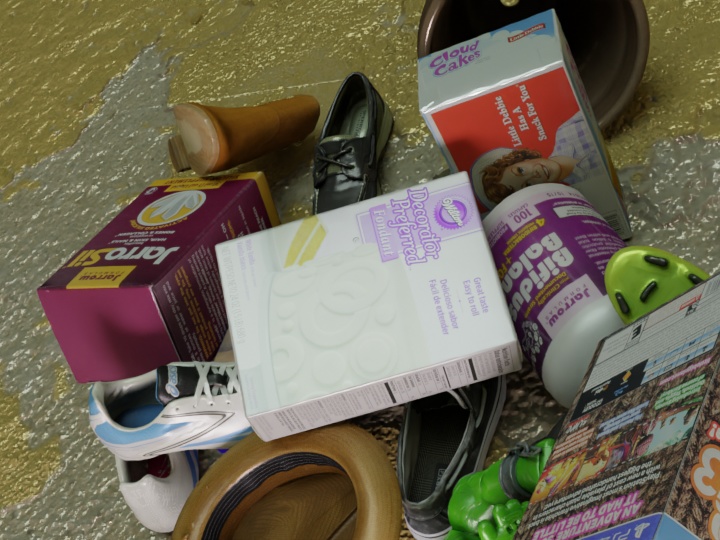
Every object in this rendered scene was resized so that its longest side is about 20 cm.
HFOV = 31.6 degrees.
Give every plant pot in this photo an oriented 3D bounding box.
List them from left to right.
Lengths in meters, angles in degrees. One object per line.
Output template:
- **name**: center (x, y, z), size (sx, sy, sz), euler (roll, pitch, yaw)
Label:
- **plant pot**: center (0.146, -0.226, 1.153), size (0.199, 0.201, 0.175), euler (-22, 28, 12)

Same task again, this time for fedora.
- **fedora**: center (-0.046, 0.207, 0.932), size (0.199, 0.082, 0.202), euler (-15, 56, 24)

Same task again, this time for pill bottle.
- **pill bottle**: center (0.167, 0.034, 0.942), size (0.112, 0.113, 0.200), euler (-32, 45, 1)

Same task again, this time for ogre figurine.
- **ogre figurine**: center (0.082, 0.210, 0.828), size (0.097, 0.202, 0.120), euler (-5, -1, -19)

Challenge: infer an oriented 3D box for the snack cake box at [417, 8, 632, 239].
- **snack cake box**: center (0.133, -0.095, 1.014), size (0.114, 0.200, 0.068), euler (-16, 45, 16)

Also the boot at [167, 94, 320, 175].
- **boot**: center (-0.104, -0.141, 1.218), size (0.143, 0.071, 0.201), euler (-20, 3, -15)

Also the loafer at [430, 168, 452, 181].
- **loafer**: center (0.046, -0.007, 1.079), size (0.069, 0.075, 0.201), euler (4, 55, 28)

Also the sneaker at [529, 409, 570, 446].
- **sneaker**: center (0.165, 0.194, 0.844), size (0.074, 0.106, 0.202), euler (-4, 70, -17)

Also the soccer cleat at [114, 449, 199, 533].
- **soccer cleat**: center (-0.172, 0.125, 1.083), size (0.069, 0.087, 0.201), euler (-23, 44, 11)

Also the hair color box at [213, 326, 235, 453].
- **hair color box**: center (-0.055, 0.059, 1.090), size (0.108, 0.065, 0.201), euler (0, 51, 30)

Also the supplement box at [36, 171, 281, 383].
- **supplement box**: center (-0.168, 0.004, 1.135), size (0.130, 0.104, 0.200), euler (-1, 32, 28)

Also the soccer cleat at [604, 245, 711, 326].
- **soccer cleat**: center (0.249, 0.047, 0.854), size (0.199, 0.084, 0.065), euler (29, 101, 2)

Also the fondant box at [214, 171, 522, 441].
- **fondant box**: center (0.004, 0.026, 0.931), size (0.198, 0.058, 0.145), euler (-16, 62, 3)

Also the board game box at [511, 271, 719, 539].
- **board game box**: center (0.183, 0.115, 0.722), size (0.201, 0.097, 0.159), euler (-59, 9, -32)

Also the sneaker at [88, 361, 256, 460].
- **sneaker**: center (-0.114, 0.099, 0.984), size (0.198, 0.073, 0.072), euler (-12, 51, 4)

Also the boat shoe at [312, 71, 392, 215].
- **boat shoe**: center (-0.017, -0.104, 1.210), size (0.071, 0.066, 0.202), euler (-7, 49, 25)

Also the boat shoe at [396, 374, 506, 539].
- **boat shoe**: center (0.069, 0.104, 0.963), size (0.071, 0.071, 0.201), euler (-2, 55, 15)
